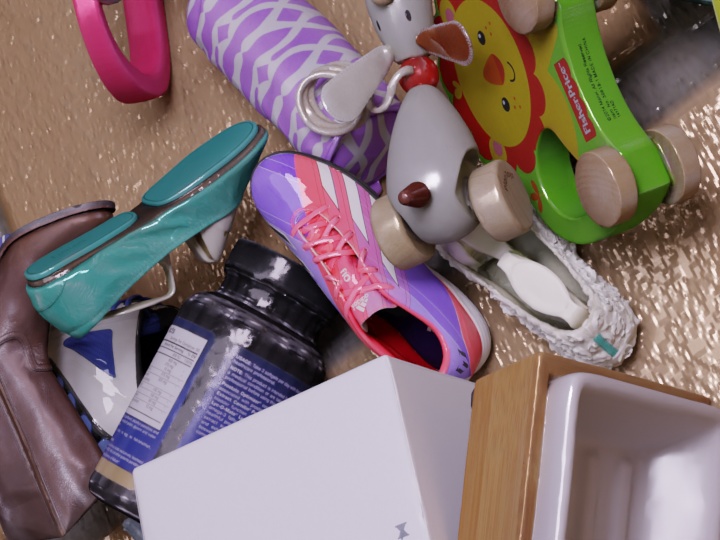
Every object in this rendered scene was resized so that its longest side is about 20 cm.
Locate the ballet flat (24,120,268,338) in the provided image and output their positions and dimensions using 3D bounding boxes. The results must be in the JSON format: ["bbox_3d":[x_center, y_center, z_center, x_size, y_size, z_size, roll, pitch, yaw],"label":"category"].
[{"bbox_3d":[-0.135,-0.022,1.412,0.199,0.071,0.067,-36,23,-15],"label":"ballet flat"}]

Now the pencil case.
[{"bbox_3d":[-0.043,-0.135,1.450,0.083,0.086,0.200,-29,57,-17],"label":"pencil case"}]

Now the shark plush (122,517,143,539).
[{"bbox_3d":[-0.093,0.230,1.399,0.091,0.083,0.201,-42,60,20],"label":"shark plush"}]

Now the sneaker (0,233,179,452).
[{"bbox_3d":[-0.188,0.043,1.516,0.115,0.080,0.200,-40,67,17],"label":"sneaker"}]

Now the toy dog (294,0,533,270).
[{"bbox_3d":[0.029,-0.095,1.294,0.132,0.096,0.201,-41,67,14],"label":"toy dog"}]

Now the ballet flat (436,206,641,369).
[{"bbox_3d":[0.100,-0.010,1.331,0.200,0.072,0.072,41,103,34],"label":"ballet flat"}]

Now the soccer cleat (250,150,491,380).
[{"bbox_3d":[0.000,0.000,1.346,0.200,0.073,0.068,45,117,4],"label":"soccer cleat"}]

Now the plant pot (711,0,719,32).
[{"bbox_3d":[0.309,-0.143,1.142,0.181,0.198,0.202,-25,67,35],"label":"plant pot"}]

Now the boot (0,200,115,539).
[{"bbox_3d":[-0.207,0.075,1.446,0.186,0.064,0.201,-33,74,22],"label":"boot"}]

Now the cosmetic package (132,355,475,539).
[{"bbox_3d":[0.002,0.155,1.279,0.198,0.199,0.124,-25,67,27],"label":"cosmetic package"}]

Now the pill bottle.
[{"bbox_3d":[-0.092,0.086,1.404,0.111,0.112,0.201,24,82,35],"label":"pill bottle"}]

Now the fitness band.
[{"bbox_3d":[-0.178,-0.222,1.520,0.037,0.144,0.202,-12,73,10],"label":"fitness band"}]

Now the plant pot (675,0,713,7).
[{"bbox_3d":[0.220,-0.263,1.260,0.141,0.141,0.202,18,100,35],"label":"plant pot"}]

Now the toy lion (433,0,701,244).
[{"bbox_3d":[0.112,-0.109,1.301,0.202,0.068,0.192,68,157,6],"label":"toy lion"}]

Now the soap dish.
[{"bbox_3d":[0.133,0.138,1.194,0.081,0.199,0.159,1,81,37],"label":"soap dish"}]
